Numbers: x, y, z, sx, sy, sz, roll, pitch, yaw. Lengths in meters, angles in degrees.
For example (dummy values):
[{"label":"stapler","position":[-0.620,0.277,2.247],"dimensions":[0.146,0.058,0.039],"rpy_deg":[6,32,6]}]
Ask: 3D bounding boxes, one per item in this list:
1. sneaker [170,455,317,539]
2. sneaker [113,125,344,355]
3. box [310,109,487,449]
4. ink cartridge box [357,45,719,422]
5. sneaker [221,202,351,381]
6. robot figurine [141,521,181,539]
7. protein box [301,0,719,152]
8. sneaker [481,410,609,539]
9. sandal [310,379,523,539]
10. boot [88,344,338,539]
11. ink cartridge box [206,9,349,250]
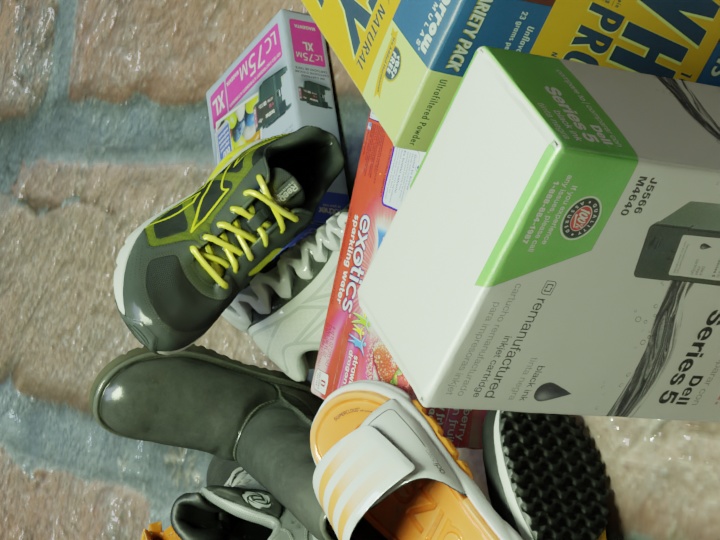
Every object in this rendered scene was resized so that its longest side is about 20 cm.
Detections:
[{"label":"sneaker","position":[-0.082,0.150,1.339],"dimensions":[0.199,0.115,0.076],"rpy_deg":[19,100,58]},{"label":"sneaker","position":[-0.080,-0.030,1.264],"dimensions":[0.084,0.075,0.200],"rpy_deg":[-29,20,46]},{"label":"box","position":[0.052,-0.007,1.169],"dimensions":[0.099,0.095,0.202],"rpy_deg":[25,106,55]},{"label":"ink cartridge box","position":[0.121,-0.012,0.961],"dimensions":[0.084,0.198,0.146],"rpy_deg":[56,130,43]},{"label":"sneaker","position":[0.000,0.000,1.292],"dimensions":[0.200,0.075,0.081],"rpy_deg":[-36,90,37]},{"label":"robot figurine","position":[-0.110,0.250,1.418],"dimensions":[0.200,0.058,0.146],"rpy_deg":[46,126,51]},{"label":"protein box","position":[0.086,-0.161,1.048],"dimensions":[0.136,0.197,0.201],"rpy_deg":[-63,37,29]},{"label":"sneaker","position":[0.092,0.164,1.094],"dimensions":[0.090,0.069,0.202],"rpy_deg":[-47,49,40]},{"label":"sandal","position":[0.026,0.131,1.070],"dimensions":[0.207,0.059,0.080],"rpy_deg":[44,123,38]},{"label":"boot","position":[-0.057,0.117,1.254],"dimensions":[0.200,0.180,0.073],"rpy_deg":[-131,50,-56]},{"label":"ink cartridge box","position":[-0.056,-0.064,1.415],"dimensions":[0.119,0.042,0.202],"rpy_deg":[-40,53,49]}]
